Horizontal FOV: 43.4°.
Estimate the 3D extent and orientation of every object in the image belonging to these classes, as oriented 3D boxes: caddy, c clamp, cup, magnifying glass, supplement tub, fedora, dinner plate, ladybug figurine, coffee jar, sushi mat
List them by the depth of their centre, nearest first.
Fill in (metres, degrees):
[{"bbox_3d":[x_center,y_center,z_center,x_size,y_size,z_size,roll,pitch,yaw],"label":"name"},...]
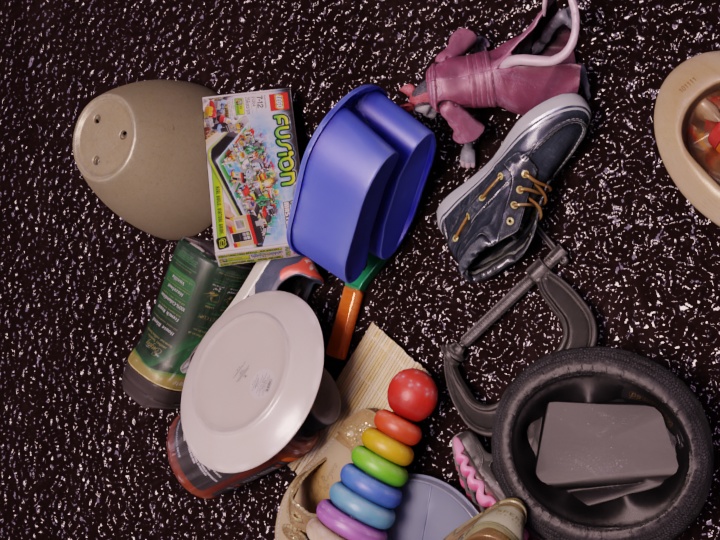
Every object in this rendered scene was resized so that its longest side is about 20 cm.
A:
[{"bbox_3d":[0.351,-0.106,0.813,0.135,0.072,0.202,-40,68,18],"label":"ladybug figurine"},{"bbox_3d":[0.225,0.164,0.842,0.196,0.091,0.206,-2,84,23],"label":"fedora"},{"bbox_3d":[0.154,0.060,0.926,0.201,0.027,0.171,-49,56,12],"label":"c clamp"},{"bbox_3d":[-0.008,-0.089,0.930,0.104,0.141,0.203,35,131,22],"label":"caddy"},{"bbox_3d":[-0.123,0.111,0.958,0.197,0.024,0.204,-18,56,28],"label":"dinner plate"},{"bbox_3d":[-0.116,0.174,1.011,0.198,0.106,0.109,-29,72,27],"label":"supplement tub"},{"bbox_3d":[-0.006,0.167,1.012,0.095,0.012,0.202,37,102,25],"label":"sushi mat"},{"bbox_3d":[0.000,0.000,1.023,0.078,0.022,0.204,18,92,28],"label":"magnifying glass"},{"bbox_3d":[-0.204,0.068,1.077,0.084,0.104,0.203,29,98,29],"label":"coffee jar"},{"bbox_3d":[-0.265,-0.147,1.108,0.196,0.142,0.206,-3,84,27],"label":"cup"}]

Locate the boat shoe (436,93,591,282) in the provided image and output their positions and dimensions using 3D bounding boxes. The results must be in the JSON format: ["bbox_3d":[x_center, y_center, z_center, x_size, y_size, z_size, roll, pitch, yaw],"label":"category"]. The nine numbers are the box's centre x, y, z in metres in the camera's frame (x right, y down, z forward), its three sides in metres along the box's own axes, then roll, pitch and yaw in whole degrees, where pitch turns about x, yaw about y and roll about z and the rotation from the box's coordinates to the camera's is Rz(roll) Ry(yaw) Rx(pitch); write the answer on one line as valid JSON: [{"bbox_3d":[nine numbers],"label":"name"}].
[{"bbox_3d":[0.163,-0.076,0.898,0.200,0.070,0.092,-45,42,27],"label":"boat shoe"}]

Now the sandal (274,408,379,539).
[{"bbox_3d":[-0.049,0.238,0.980,0.077,0.069,0.214,40,104,25],"label":"sandal"}]

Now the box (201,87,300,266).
[{"bbox_3d":[-0.121,-0.110,1.039,0.107,0.035,0.204,-8,68,-4],"label":"box"}]

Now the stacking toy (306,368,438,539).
[{"bbox_3d":[0.022,0.196,0.925,0.084,0.085,0.203,24,86,27],"label":"stacking toy"}]

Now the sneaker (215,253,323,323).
[{"bbox_3d":[-0.111,0.069,1.039,0.084,0.074,0.203,35,102,36],"label":"sneaker"}]

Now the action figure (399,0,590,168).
[{"bbox_3d":[0.128,-0.185,0.907,0.195,0.149,0.137,-11,86,12],"label":"action figure"}]

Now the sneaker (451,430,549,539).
[{"bbox_3d":[0.169,0.230,0.890,0.095,0.079,0.201,-35,63,-9],"label":"sneaker"}]

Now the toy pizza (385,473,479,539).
[{"bbox_3d":[0.065,0.315,0.943,0.197,0.031,0.206,-3,84,36],"label":"toy pizza"}]

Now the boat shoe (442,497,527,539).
[{"bbox_3d":[0.097,0.286,0.857,0.073,0.063,0.201,39,132,3],"label":"boat shoe"}]
